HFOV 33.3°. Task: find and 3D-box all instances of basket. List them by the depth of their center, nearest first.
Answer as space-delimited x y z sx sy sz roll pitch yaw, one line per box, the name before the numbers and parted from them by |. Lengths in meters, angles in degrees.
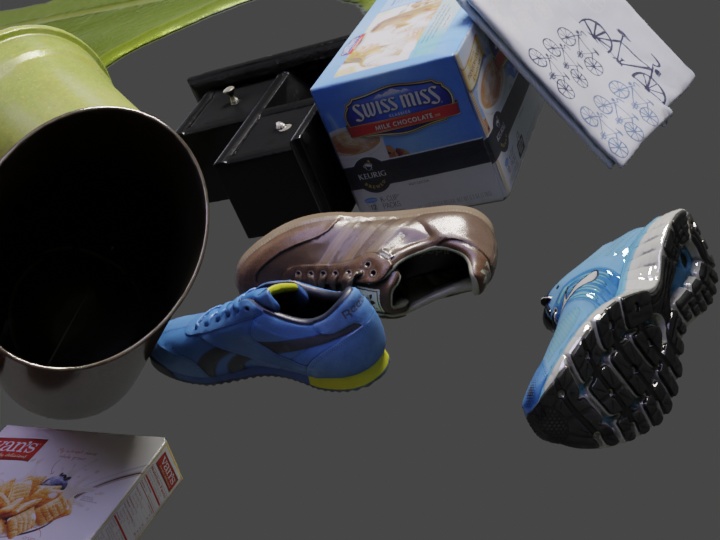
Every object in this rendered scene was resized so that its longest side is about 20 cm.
basket | -0.187 0.015 0.798 0.135 0.200 0.181 25 62 -6

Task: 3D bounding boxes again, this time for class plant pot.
plant pot | -0.258 -0.098 1.081 0.200 0.201 0.184 -35 45 -27

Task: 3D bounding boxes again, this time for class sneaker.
sneaker | 0.149 0.042 0.739 0.090 0.079 0.200 -17 20 44
sneaker | -0.073 0.036 0.845 0.199 0.079 0.066 0 36 31
sneaker | 0.000 0.000 0.869 0.198 0.071 0.076 -13 31 11

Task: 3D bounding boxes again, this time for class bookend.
bookend | -0.089 -0.110 1.068 0.199 0.093 0.199 -9 32 27

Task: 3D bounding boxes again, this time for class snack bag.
snack bag | 0.188 -0.189 0.989 0.200 0.189 0.021 -39 -5 -45

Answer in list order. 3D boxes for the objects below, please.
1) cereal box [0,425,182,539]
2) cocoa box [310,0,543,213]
cereal box | -0.218 0.174 0.730 0.143 0.040 0.200 0 34 28
cocoa box | 0.065 -0.154 1.018 0.132 0.132 0.200 -9 30 26
